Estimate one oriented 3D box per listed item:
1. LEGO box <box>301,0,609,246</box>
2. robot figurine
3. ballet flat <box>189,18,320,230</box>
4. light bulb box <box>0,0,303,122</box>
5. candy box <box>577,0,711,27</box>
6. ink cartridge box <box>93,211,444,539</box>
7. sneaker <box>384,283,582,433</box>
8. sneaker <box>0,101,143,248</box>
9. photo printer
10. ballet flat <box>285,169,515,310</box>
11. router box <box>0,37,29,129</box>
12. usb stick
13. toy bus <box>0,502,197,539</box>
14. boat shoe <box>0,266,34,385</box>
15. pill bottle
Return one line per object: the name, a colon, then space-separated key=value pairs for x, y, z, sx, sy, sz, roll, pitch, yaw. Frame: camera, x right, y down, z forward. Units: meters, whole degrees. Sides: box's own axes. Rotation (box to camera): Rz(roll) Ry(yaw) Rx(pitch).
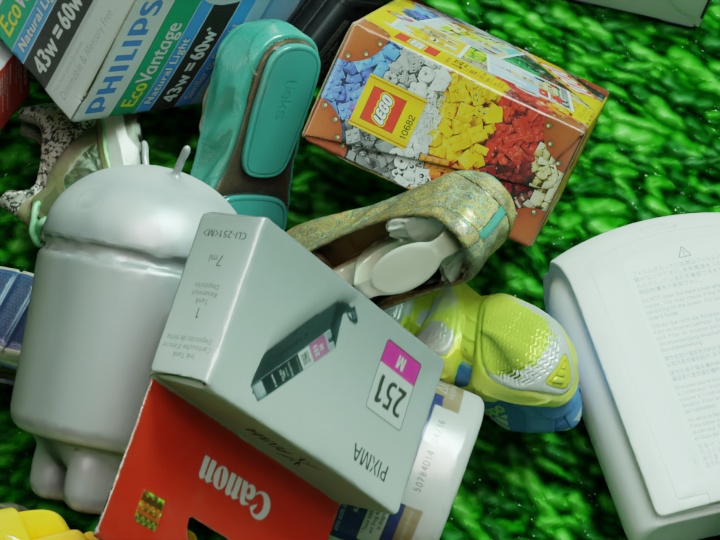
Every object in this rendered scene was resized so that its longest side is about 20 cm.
LEGO box: x=0.062 y=-0.094 z=1.570 sx=0.149 sy=0.200 sz=0.077 roll=26 pitch=104 yaw=3
robot figurine: x=-0.122 y=0.030 z=1.395 sx=0.113 sy=0.170 sz=0.200 roll=10 pitch=91 yaw=-37
ballet flat: x=-0.075 y=-0.058 z=1.564 sx=0.067 sy=0.200 sz=0.070 roll=5 pitch=20 yaw=-34
light bulb box: x=-0.098 y=-0.208 z=1.556 sx=0.200 sy=0.198 sz=0.125 roll=-14 pitch=55 yaw=-49
candy box: x=0.165 y=-0.280 z=1.759 sx=0.168 sy=0.072 sz=0.200 roll=12 pitch=61 yaw=-4
ink cartridge box: x=-0.042 y=0.088 z=1.342 sx=0.044 sy=0.200 sz=0.174 roll=6 pitch=70 yaw=33
sneaker: x=0.054 y=0.047 z=1.568 sx=0.200 sy=0.105 sz=0.076 roll=31 pitch=73 yaw=40
sneaker: x=-0.171 y=-0.026 z=1.566 sx=0.089 sy=0.077 sz=0.200 roll=-5 pitch=55 yaw=-2
photo printer: x=0.208 y=0.059 z=1.583 sx=0.166 sy=0.069 sz=0.200 roll=-12 pitch=65 yaw=-17
ballet flat: x=0.000 y=0.000 z=1.488 sx=0.071 sy=0.200 sz=0.071 roll=28 pitch=51 yaw=-41
router box: x=-0.322 y=-0.101 z=1.537 sx=0.200 sy=0.049 sz=0.180 roll=19 pitch=44 yaw=13
usb stick: x=-0.029 y=-0.140 z=1.585 sx=0.033 sy=0.200 sz=0.055 roll=47 pitch=24 yaw=20
toy bus: x=-0.133 y=0.192 z=1.378 sx=0.192 sy=0.200 sz=0.136 roll=-12 pitch=70 yaw=-24
boat shoe: x=-0.256 y=0.022 z=1.512 sx=0.200 sy=0.072 sz=0.072 roll=24 pitch=57 yaw=12
pill bottle: x=-0.038 y=0.090 z=1.496 sx=0.200 sy=0.111 sz=0.111 roll=21 pitch=60 yaw=1
